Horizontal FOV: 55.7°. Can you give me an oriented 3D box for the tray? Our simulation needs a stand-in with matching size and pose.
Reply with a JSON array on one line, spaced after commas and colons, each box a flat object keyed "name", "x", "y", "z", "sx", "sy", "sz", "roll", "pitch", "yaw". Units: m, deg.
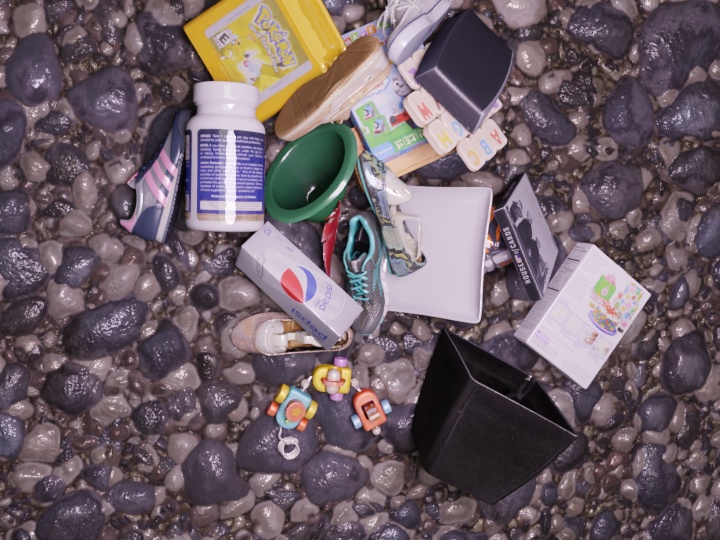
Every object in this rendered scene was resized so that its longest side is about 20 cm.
[{"name": "tray", "x": 0.072, "y": -0.210, "z": 1.089, "sx": 0.197, "sy": 0.037, "sz": 0.100, "roll": -25, "pitch": 101, "yaw": -8}]

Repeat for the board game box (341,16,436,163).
[{"name": "board game box", "x": 0.045, "y": -0.282, "z": 1.050, "sx": 0.149, "sy": 0.037, "sz": 0.203, "roll": -26, "pitch": 84, "yaw": -7}]

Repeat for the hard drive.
[{"name": "hard drive", "x": 0.166, "y": -0.311, "z": 1.037, "sx": 0.134, "sy": 0.042, "sz": 0.201, "roll": 40, "pitch": 50, "yaw": -13}]

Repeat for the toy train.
[{"name": "toy train", "x": -0.050, "y": 0.229, "z": 1.104, "sx": 0.197, "sy": 0.056, "sz": 0.153, "roll": -21, "pitch": 100, "yaw": -9}]

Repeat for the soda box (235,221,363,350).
[{"name": "soda box", "x": -0.095, "y": 0.024, "z": 1.032, "sx": 0.200, "sy": 0.068, "sz": 0.064, "roll": 43, "pitch": 59, "yaw": 1}]

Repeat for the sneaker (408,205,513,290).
[{"name": "sneaker", "x": 0.158, "y": -0.040, "z": 1.113, "sx": 0.197, "sy": 0.078, "sz": 0.114, "roll": -21, "pitch": 78, "yaw": 6}]

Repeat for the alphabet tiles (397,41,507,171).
[{"name": "alphabet tiles", "x": 0.143, "y": -0.252, "z": 1.029, "sx": 0.197, "sy": 0.015, "sz": 0.200, "roll": 53, "pitch": 48, "yaw": -5}]

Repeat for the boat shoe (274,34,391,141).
[{"name": "boat shoe", "x": -0.037, "y": -0.249, "z": 0.993, "sx": 0.199, "sy": 0.074, "sz": 0.069, "roll": -36, "pitch": 139, "yaw": 18}]

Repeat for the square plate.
[{"name": "square plate", "x": 0.107, "y": -0.030, "z": 1.062, "sx": 0.197, "sy": 0.028, "sz": 0.202, "roll": 6, "pitch": 91, "yaw": 32}]

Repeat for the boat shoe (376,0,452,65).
[{"name": "boat shoe", "x": 0.065, "y": -0.371, "z": 0.988, "sx": 0.086, "sy": 0.075, "sz": 0.203, "roll": 37, "pitch": 47, "yaw": -3}]

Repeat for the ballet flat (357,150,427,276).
[{"name": "ballet flat", "x": 0.054, "y": -0.088, "z": 1.013, "sx": 0.073, "sy": 0.074, "sz": 0.203, "roll": -23, "pitch": 115, "yaw": -8}]

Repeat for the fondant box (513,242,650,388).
[{"name": "fondant box", "x": 0.380, "y": 0.076, "z": 1.171, "sx": 0.143, "sy": 0.058, "sz": 0.201, "roll": 36, "pitch": 89, "yaw": -13}]

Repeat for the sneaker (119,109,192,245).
[{"name": "sneaker", "x": -0.300, "y": -0.145, "z": 1.006, "sx": 0.081, "sy": 0.070, "sz": 0.204, "roll": 14, "pitch": 89, "yaw": -6}]

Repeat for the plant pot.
[{"name": "plant pot", "x": 0.190, "y": 0.245, "z": 1.092, "sx": 0.197, "sy": 0.200, "sz": 0.179, "roll": 28, "pitch": 101, "yaw": -13}]

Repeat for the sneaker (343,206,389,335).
[{"name": "sneaker", "x": 0.000, "y": 0.000, "z": 1.056, "sx": 0.076, "sy": 0.091, "sz": 0.204, "roll": 3, "pitch": 92, "yaw": 24}]

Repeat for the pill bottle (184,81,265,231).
[{"name": "pill bottle", "x": -0.193, "y": -0.160, "z": 0.978, "sx": 0.113, "sy": 0.116, "sz": 0.204, "roll": 1, "pitch": 96, "yaw": -11}]

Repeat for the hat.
[{"name": "hat", "x": -0.044, "y": -0.102, "z": 1.071, "sx": 0.199, "sy": 0.166, "sz": 0.176, "roll": -41, "pitch": 137, "yaw": 8}]

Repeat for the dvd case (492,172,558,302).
[{"name": "dvd case", "x": 0.264, "y": -0.058, "z": 1.074, "sx": 0.024, "sy": 0.200, "sz": 0.152, "roll": -19, "pitch": 103, "yaw": 28}]

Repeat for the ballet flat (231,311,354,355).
[{"name": "ballet flat", "x": -0.104, "y": 0.101, "z": 1.072, "sx": 0.196, "sy": 0.067, "sz": 0.069, "roll": -4, "pitch": 98, "yaw": -11}]

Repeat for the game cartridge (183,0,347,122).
[{"name": "game cartridge", "x": -0.135, "y": -0.335, "z": 1.009, "sx": 0.198, "sy": 0.032, "sz": 0.178, "roll": -30, "pitch": 101, "yaw": 11}]
